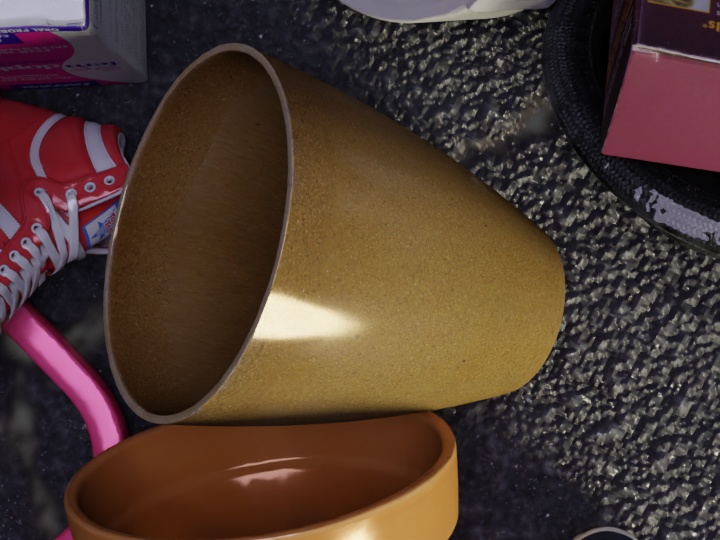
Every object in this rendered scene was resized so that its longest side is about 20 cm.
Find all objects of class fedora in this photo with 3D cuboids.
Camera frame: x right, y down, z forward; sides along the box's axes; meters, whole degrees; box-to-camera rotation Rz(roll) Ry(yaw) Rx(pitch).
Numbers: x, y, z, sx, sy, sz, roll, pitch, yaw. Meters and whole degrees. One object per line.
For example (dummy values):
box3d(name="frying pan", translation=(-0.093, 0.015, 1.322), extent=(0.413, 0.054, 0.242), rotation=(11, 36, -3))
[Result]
box3d(name="fedora", translation=(0.182, -0.075, 0.993), extent=(0.200, 0.092, 0.201), rotation=(3, 59, -4))

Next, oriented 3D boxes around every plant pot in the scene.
box3d(name="plant pot", translation=(0.000, 0.000, 0.962), extent=(0.199, 0.186, 0.187), rotation=(13, 88, -30))
box3d(name="plant pot", translation=(-0.042, 0.162, 0.968), extent=(0.199, 0.200, 0.141), rotation=(-7, 104, 2))

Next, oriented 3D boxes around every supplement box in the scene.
box3d(name="supplement box", translation=(-0.173, -0.155, 0.970), extent=(0.101, 0.200, 0.104), rotation=(-3, 89, 3))
box3d(name="supplement box", translation=(0.184, -0.152, 0.933), extent=(0.110, 0.086, 0.201), rotation=(10, 58, 0))

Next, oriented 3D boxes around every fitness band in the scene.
box3d(name="fitness band", translation=(-0.219, 0.084, 1.045), extent=(0.200, 0.037, 0.144), rotation=(45, 90, 2))

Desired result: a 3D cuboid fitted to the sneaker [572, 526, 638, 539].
box3d(name="sneaker", translation=(0.087, 0.224, 1.004), extent=(0.075, 0.085, 0.200), rotation=(32, 90, 3))

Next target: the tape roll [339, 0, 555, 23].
box3d(name="tape roll", translation=(0.042, -0.227, 0.973), extent=(0.202, 0.071, 0.204), rotation=(8, 102, 39))

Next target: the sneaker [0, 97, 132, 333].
box3d(name="sneaker", translation=(-0.178, -0.004, 1.003), extent=(0.112, 0.071, 0.201), rotation=(9, 61, -1))
